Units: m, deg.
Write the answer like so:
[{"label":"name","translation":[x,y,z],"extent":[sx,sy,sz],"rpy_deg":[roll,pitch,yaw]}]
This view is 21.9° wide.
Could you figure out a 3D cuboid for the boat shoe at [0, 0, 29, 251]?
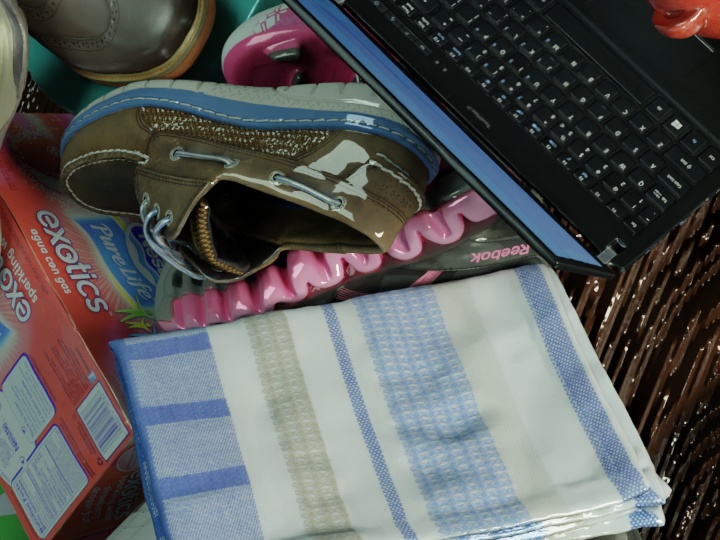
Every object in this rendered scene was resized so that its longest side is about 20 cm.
[{"label":"boat shoe","translation":[-0.209,-0.044,0.854],"extent":[0.076,0.072,0.200],"rpy_deg":[33,121,37]}]

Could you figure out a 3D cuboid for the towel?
[{"label":"towel","translation":[0.009,0.061,0.750],"extent":[0.200,0.024,0.147],"rpy_deg":[-9,45,-12]}]

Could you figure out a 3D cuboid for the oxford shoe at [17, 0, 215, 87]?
[{"label":"oxford shoe","translation":[-0.145,-0.138,0.853],"extent":[0.200,0.073,0.071],"rpy_deg":[27,92,40]}]

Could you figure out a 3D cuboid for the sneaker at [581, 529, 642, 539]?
[{"label":"sneaker","translation":[0.039,0.150,0.794],"extent":[0.200,0.066,0.091],"rpy_deg":[-37,49,19]}]

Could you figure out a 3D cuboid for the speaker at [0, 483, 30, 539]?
[{"label":"speaker","translation":[-0.204,0.073,0.991],"extent":[0.088,0.088,0.200],"rpy_deg":[-31,57,25]}]

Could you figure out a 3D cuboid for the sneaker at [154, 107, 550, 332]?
[{"label":"sneaker","translation":[0.000,0.000,0.851],"extent":[0.200,0.095,0.079],"rpy_deg":[-19,48,24]}]

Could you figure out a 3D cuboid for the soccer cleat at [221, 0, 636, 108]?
[{"label":"soccer cleat","translation":[0.034,-0.114,0.841],"extent":[0.200,0.070,0.086],"rpy_deg":[-4,56,-9]}]

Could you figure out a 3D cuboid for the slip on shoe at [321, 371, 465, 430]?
[{"label":"slip on shoe","translation":[-0.009,0.111,0.764],"extent":[0.076,0.061,0.200],"rpy_deg":[26,54,21]}]

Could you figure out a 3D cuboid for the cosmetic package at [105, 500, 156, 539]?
[{"label":"cosmetic package","translation":[-0.060,0.109,0.814],"extent":[0.200,0.051,0.083],"rpy_deg":[-45,16,-21]}]

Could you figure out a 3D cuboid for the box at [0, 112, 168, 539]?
[{"label":"box","translation":[-0.144,0.026,0.920],"extent":[0.103,0.095,0.200],"rpy_deg":[-50,61,32]}]

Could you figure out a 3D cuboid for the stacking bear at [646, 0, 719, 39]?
[{"label":"stacking bear","translation":[0.136,-0.169,0.759],"extent":[0.121,0.114,0.200],"rpy_deg":[-22,37,15]}]

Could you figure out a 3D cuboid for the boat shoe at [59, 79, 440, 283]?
[{"label":"boat shoe","translation":[-0.062,-0.037,0.805],"extent":[0.200,0.072,0.072],"rpy_deg":[-3,56,37]}]

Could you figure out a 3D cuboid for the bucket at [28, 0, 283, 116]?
[{"label":"bucket","translation":[-0.063,-0.137,0.926],"extent":[0.207,0.135,0.207],"rpy_deg":[-14,66,33]}]

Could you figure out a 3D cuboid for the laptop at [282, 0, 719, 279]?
[{"label":"laptop","translation":[0.070,-0.094,0.733],"extent":[0.200,0.103,0.177],"rpy_deg":[-38,75,-25]}]
